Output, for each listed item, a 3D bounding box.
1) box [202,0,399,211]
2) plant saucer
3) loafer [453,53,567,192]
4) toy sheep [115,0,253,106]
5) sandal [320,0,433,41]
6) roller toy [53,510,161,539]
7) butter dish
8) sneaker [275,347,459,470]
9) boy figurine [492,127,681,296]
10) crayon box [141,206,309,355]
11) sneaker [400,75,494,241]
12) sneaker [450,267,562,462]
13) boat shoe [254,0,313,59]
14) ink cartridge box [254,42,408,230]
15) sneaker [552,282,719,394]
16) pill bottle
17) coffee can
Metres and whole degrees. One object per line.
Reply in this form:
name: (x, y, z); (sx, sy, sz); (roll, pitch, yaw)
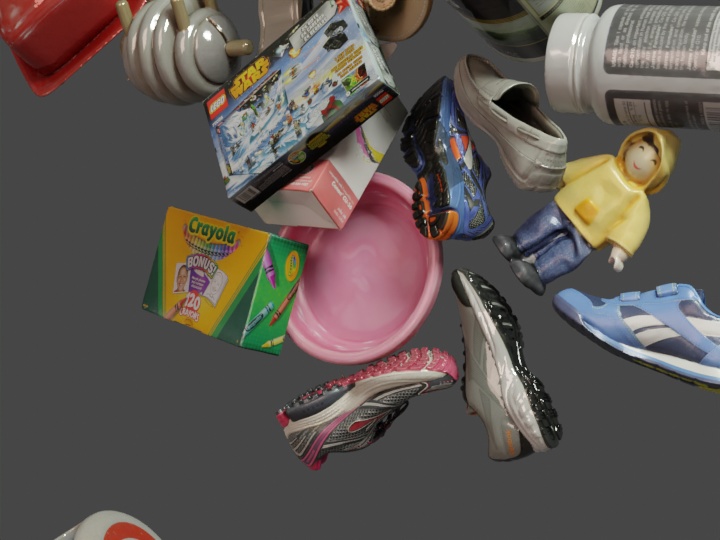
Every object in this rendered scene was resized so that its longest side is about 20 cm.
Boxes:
box: (-0.064, -0.171, 1.306); (0.199, 0.040, 0.138); (-35, 52, 22)
plant saucer: (0.000, 0.000, 1.372); (0.198, 0.051, 0.204); (-7, 76, 27)
loafer: (0.151, -0.159, 1.295); (0.201, 0.069, 0.070); (60, 140, 41)
toy sheep: (-0.200, -0.253, 1.485); (0.198, 0.137, 0.140); (8, 82, 42)
sandal: (-0.006, -0.273, 1.368); (0.211, 0.069, 0.079); (10, 110, 61)
roller toy: (-0.259, 0.352, 1.351); (0.139, 0.182, 0.202); (-34, 66, 15)
butter dish: (-0.392, -0.352, 1.596); (0.199, 0.147, 0.202); (-37, 65, 16)
sneaker: (0.014, 0.136, 1.328); (0.198, 0.081, 0.076); (-24, 94, 23)
boy figurine: (0.229, -0.058, 1.261); (0.199, 0.064, 0.125); (-38, 61, 18)
crayon box: (-0.148, 0.008, 1.404); (0.199, 0.058, 0.121); (15, 90, 49)
sneaker: (0.092, -0.110, 1.341); (0.075, 0.078, 0.203); (-36, 46, 45)
sneaker: (0.123, 0.090, 1.278); (0.079, 0.074, 0.203); (-29, 68, 24)
boat shoe: (-0.084, -0.238, 1.461); (0.074, 0.062, 0.203); (-8, 73, 28)
ink cartridge box: (-0.030, -0.143, 1.374); (0.115, 0.068, 0.202); (7, 58, 41)
sneaker: (0.274, 0.049, 1.211); (0.198, 0.074, 0.083); (20, 86, 22)
pill bottle: (0.281, -0.192, 1.234); (0.197, 0.113, 0.115); (8, 82, 28)
coffee can: (0.143, -0.307, 1.281); (0.144, 0.199, 0.149); (-6, 76, 26)
